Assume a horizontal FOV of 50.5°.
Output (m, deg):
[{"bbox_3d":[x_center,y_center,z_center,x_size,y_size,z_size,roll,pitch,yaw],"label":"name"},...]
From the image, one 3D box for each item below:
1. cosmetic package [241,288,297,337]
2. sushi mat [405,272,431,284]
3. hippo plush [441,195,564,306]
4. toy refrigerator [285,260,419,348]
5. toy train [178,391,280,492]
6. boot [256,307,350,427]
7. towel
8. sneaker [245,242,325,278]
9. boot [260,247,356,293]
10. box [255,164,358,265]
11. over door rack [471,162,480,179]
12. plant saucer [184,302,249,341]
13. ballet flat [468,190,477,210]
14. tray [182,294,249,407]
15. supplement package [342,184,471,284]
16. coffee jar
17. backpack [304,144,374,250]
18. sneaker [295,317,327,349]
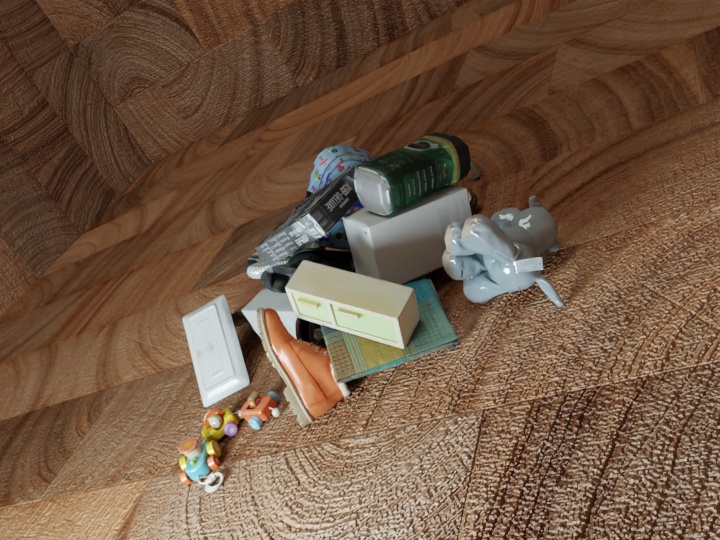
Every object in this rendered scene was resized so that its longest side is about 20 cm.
[{"bbox_3d":[-0.124,0.092,1.436,0.198,0.102,0.071,-2,37,48],"label":"cosmetic package"},{"bbox_3d":[0.143,-0.030,1.438,0.199,0.012,0.096,-37,25,-8],"label":"sushi mat"},{"bbox_3d":[0.233,-0.054,1.189,0.199,0.160,0.161,-4,37,49],"label":"hippo plush"},{"bbox_3d":[-0.014,0.054,1.192,0.198,0.076,0.070,15,54,25],"label":"toy refrigerator"},{"bbox_3d":[-0.230,0.272,1.286,0.149,0.056,0.201,-9,33,44],"label":"toy train"},{"bbox_3d":[-0.094,0.137,1.231,0.106,0.202,0.075,-28,-7,-3],"label":"boot"},{"bbox_3d":[0.040,0.093,1.209,0.197,0.022,0.148,-18,46,-2],"label":"towel"},{"bbox_3d":[-0.152,0.018,1.563,0.079,0.131,0.198,17,27,30],"label":"sneaker"},{"bbox_3d":[-0.113,0.006,1.374,0.163,0.067,0.199,-8,9,30],"label":"boot"},{"bbox_3d":[-0.088,-0.099,1.402,0.199,0.050,0.158,-26,19,50],"label":"box"},{"bbox_3d":[0.141,-0.173,1.641,0.198,0.067,0.148,-8,35,44],"label":"over door rack"},{"bbox_3d":[-0.277,0.109,1.614,0.198,0.032,0.200,-28,2,1],"label":"plant saucer"},{"bbox_3d":[0.135,-0.114,1.507,0.197,0.047,0.068,-19,53,10],"label":"ballet flat"},{"bbox_3d":[-0.287,0.152,1.482,0.106,0.022,0.202,-28,62,13],"label":"tray"},{"bbox_3d":[0.087,-0.066,1.348,0.198,0.123,0.120,-22,22,-19],"label":"supplement package"},{"bbox_3d":[0.092,-0.170,1.311,0.198,0.086,0.104,-27,32,-28],"label":"coffee jar"},{"bbox_3d":[-0.023,-0.152,1.591,0.134,0.180,0.203,33,111,60],"label":"backpack"},{"bbox_3d":[-0.043,0.087,1.320,0.075,0.116,0.201,-13,31,44],"label":"sneaker"}]
